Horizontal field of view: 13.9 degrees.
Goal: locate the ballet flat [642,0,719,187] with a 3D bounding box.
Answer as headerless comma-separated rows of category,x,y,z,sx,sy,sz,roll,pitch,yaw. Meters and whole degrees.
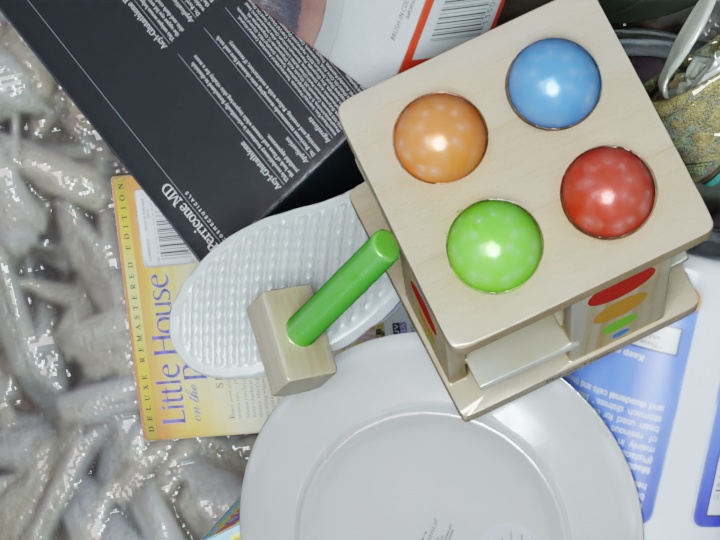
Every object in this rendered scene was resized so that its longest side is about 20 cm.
ballet flat,0.199,-0.126,1.344,0.071,0.071,0.200,45,99,9

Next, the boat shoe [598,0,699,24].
boat shoe,0.169,-0.193,1.364,0.200,0.076,0.074,-40,49,29

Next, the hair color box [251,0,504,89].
hair color box,-0.018,-0.176,1.360,0.200,0.064,0.111,39,123,32

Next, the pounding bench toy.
pounding bench toy,0.040,-0.013,1.321,0.200,0.156,0.124,-25,75,-3

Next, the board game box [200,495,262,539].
board game box,0.021,0.188,1.508,0.103,0.105,0.200,-28,96,19

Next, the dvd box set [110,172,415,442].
dvd box set,-0.028,0.012,1.556,0.199,0.029,0.147,-6,95,19

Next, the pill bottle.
pill bottle,0.144,0.081,1.462,0.112,0.112,0.201,15,101,17

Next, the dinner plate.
dinner plate,0.036,0.129,1.424,0.200,0.024,0.201,3,104,11

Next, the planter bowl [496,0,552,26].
planter bowl,0.047,-0.217,1.448,0.200,0.135,0.201,2,97,18

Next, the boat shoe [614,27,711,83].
boat shoe,0.147,-0.081,1.457,0.202,0.065,0.075,2,98,32

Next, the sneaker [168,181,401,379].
sneaker,0.001,0.001,1.459,0.200,0.114,0.073,-29,79,-5

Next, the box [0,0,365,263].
box,-0.075,-0.115,1.513,0.141,0.079,0.200,-42,73,10
